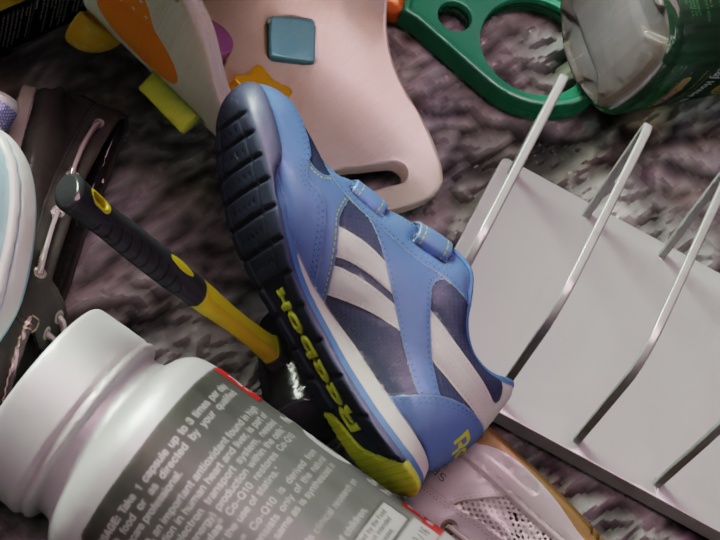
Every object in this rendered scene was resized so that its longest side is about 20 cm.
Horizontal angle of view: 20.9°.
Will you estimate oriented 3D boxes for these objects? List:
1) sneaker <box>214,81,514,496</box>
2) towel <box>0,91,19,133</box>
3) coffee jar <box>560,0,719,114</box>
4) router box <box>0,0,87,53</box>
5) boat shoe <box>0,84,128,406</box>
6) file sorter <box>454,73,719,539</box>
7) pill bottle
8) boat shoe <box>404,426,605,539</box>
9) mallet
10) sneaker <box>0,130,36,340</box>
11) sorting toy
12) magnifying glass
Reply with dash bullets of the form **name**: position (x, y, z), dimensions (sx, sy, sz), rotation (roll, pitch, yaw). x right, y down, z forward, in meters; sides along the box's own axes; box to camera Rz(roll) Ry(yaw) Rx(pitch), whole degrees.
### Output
- **sneaker**: position (0.000, 0.000, 0.890), dimensions (0.082, 0.074, 0.200), rotation (-29, 97, -18)
- **towel**: position (-0.271, -0.034, 0.923), dimensions (0.147, 0.024, 0.200), rotation (29, 79, 1)
- **coffee jar**: position (0.217, -0.145, 1.074), dimensions (0.200, 0.104, 0.085), rotation (-12, 74, -26)
- **router box**: position (-0.234, -0.203, 1.028), dimensions (0.149, 0.051, 0.200), rotation (-30, 74, -28)
- **boat shoe**: position (-0.152, -0.005, 0.942), dimensions (0.057, 0.067, 0.200), rotation (8, 59, -5)
- **file sorter**: position (0.145, 0.018, 0.970), dimensions (0.200, 0.125, 0.139), rotation (29, 61, 1)
- **pill bottle**: position (-0.066, 0.111, 0.876), dimensions (0.200, 0.114, 0.114), rotation (36, 61, 5)
- **boat shoe**: position (0.102, 0.162, 0.925), dimensions (0.200, 0.071, 0.069), rotation (44, 88, 2)
- **mallet**: position (-0.069, 0.021, 0.893), dimensions (0.041, 0.200, 0.066), rotation (-28, 55, 20)
- **sneaker**: position (-0.225, 0.016, 0.839), dimensions (0.079, 0.131, 0.200), rotation (19, 85, 37)
- **sorting toy**: position (-0.037, -0.093, 0.988), dimensions (0.180, 0.107, 0.200), rotation (52, 34, 1)
- **magnifying glass**: position (0.044, -0.142, 1.085), dimensions (0.200, 0.022, 0.080), rotation (19, 61, -3)
